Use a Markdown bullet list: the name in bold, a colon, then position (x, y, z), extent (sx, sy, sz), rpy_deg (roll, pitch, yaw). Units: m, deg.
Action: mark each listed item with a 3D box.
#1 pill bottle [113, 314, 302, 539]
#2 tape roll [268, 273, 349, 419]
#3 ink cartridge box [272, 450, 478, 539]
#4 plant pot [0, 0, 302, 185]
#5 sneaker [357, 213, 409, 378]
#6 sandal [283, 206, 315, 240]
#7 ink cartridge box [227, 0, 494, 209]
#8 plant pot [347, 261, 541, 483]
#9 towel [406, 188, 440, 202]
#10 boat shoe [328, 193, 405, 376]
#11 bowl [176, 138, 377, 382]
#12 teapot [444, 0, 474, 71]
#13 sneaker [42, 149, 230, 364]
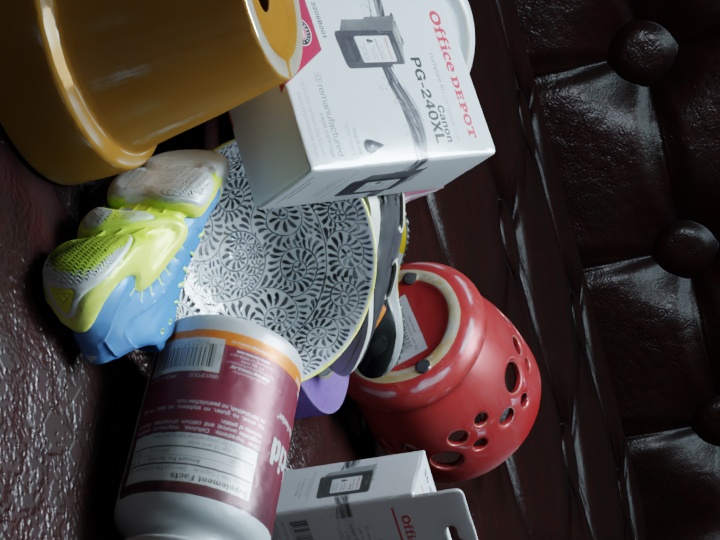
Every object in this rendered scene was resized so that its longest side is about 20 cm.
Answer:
- **pill bottle**: position (-0.111, 0.145, 1.062), extent (0.114, 0.113, 0.202), rpy_deg (58, 35, -51)
- **tape roll**: position (-0.071, 0.037, 1.375), extent (0.200, 0.065, 0.203), rpy_deg (-11, 90, -74)
- **ink cartridge box**: position (0.011, 0.230, 1.294), extent (0.067, 0.197, 0.117), rpy_deg (-69, 145, -60)
- **plant pot**: position (-0.145, -0.176, 1.040), extent (0.200, 0.181, 0.203), rpy_deg (-10, 90, -73)
- **sneaker**: position (-0.010, 0.019, 1.385), extent (0.070, 0.089, 0.202), rpy_deg (43, -40, 45)
- **sandal**: position (-0.083, -0.117, 1.305), extent (0.075, 0.047, 0.203), rpy_deg (19, 52, -66)
- **ink cartridge box**: position (-0.004, -0.137, 1.177), extent (0.198, 0.083, 0.147), rpy_deg (-9, 77, -40)
- **plant pot**: position (0.080, 0.102, 1.613), extent (0.183, 0.198, 0.202), rpy_deg (55, 29, -49)
- **towel**: position (0.031, -0.084, 1.417), extent (0.030, 0.145, 0.200), rpy_deg (59, -15, 13)
- **boat shoe**: position (0.000, 0.000, 1.296), extent (0.060, 0.073, 0.202), rpy_deg (-26, 132, -41)
- **bowl**: position (-0.094, -0.009, 1.215), extent (0.198, 0.094, 0.204), rpy_deg (-2, 94, -31)
- **teapot**: position (0.005, -0.219, 1.401), extent (0.146, 0.195, 0.202), rpy_deg (36, -37, 57)
- **sneaker**: position (-0.157, -0.007, 1.079), extent (0.200, 0.075, 0.106), rpy_deg (-46, 139, -45)
